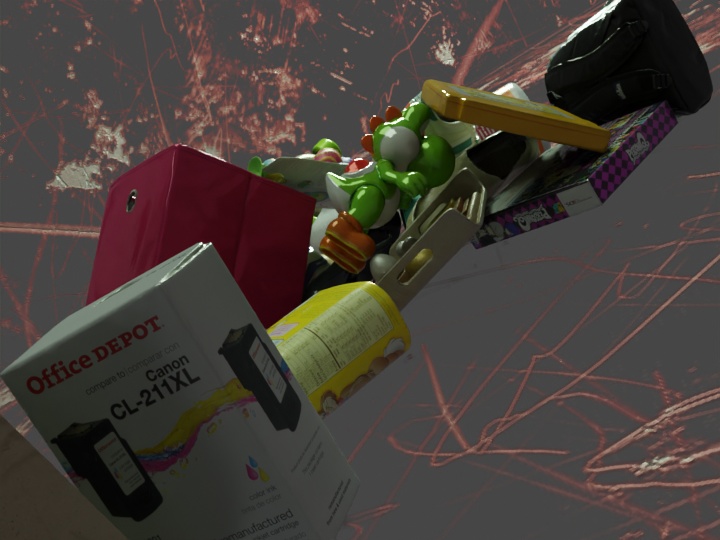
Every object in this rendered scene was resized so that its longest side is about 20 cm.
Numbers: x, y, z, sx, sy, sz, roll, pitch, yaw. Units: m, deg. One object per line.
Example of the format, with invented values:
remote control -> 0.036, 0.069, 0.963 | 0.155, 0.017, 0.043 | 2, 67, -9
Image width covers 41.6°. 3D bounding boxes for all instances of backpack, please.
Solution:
backpack -> 0.314, -0.236, 1.145 | 0.153, 0.164, 0.200 | -29, 0, -40

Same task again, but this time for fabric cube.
fabric cube -> -0.193, -0.001, 1.118 | 0.196, 0.199, 0.201 | -16, 60, 51

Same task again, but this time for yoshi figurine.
yoshi figurine -> 0.042, -0.089, 1.044 | 0.112, 0.112, 0.201 | 16, 67, 37

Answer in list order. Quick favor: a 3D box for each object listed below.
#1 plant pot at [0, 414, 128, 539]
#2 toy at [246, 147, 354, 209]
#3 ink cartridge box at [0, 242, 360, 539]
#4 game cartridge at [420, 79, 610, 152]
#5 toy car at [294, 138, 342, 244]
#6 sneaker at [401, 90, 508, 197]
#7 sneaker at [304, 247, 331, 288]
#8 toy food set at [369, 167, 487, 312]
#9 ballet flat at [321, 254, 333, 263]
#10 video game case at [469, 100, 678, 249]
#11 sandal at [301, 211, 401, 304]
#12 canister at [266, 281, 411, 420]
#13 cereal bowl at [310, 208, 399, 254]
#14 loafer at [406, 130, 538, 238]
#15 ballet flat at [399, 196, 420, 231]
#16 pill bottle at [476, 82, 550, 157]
plant pot -> -0.253, 0.224, 0.538 | 0.199, 0.200, 0.177 | -25, 23, 32
toy -> -0.052, -0.122, 1.182 | 0.199, 0.048, 0.115 | -1, -19, -39
ink cartridge box -> -0.117, 0.106, 0.628 | 0.145, 0.201, 0.083 | -27, 11, 22
game cartridge -> 0.164, -0.174, 1.047 | 0.175, 0.033, 0.200 | 11, 13, -7
toy car -> -0.099, -0.128, 1.824 | 0.164, 0.158, 0.200 | -48, 5, -25
sneaker -> 0.131, -0.163, 1.198 | 0.094, 0.199, 0.070 | -55, 34, 20
sneaker -> -0.109, 0.033, 1.243 | 0.199, 0.088, 0.075 | -27, 13, 29
toy food set -> 0.066, -0.036, 1.025 | 0.144, 0.060, 0.200 | -48, 5, 20
ballet flat -> -0.104, 0.016, 1.368 | 0.200, 0.063, 0.069 | -36, 12, -25
video game case -> 0.232, -0.106, 1.048 | 0.181, 0.036, 0.200 | -21, 15, 49
sandal -> 0.000, 0.001, 1.164 | 0.043, 0.076, 0.200 | 14, 49, 32
canister -> -0.067, 0.096, 0.845 | 0.200, 0.087, 0.148 | -36, 12, -29
cereal bowl -> -0.002, -0.094, 1.531 | 0.199, 0.084, 0.200 | -30, 12, 7
loafer -> 0.131, -0.109, 1.138 | 0.200, 0.076, 0.068 | -45, -17, -4
ballet flat -> 0.081, -0.097, 1.236 | 0.073, 0.073, 0.201 | -28, 55, 17
pill bottle -> 0.156, -0.166, 1.328 | 0.199, 0.113, 0.113 | -30, 11, 6
